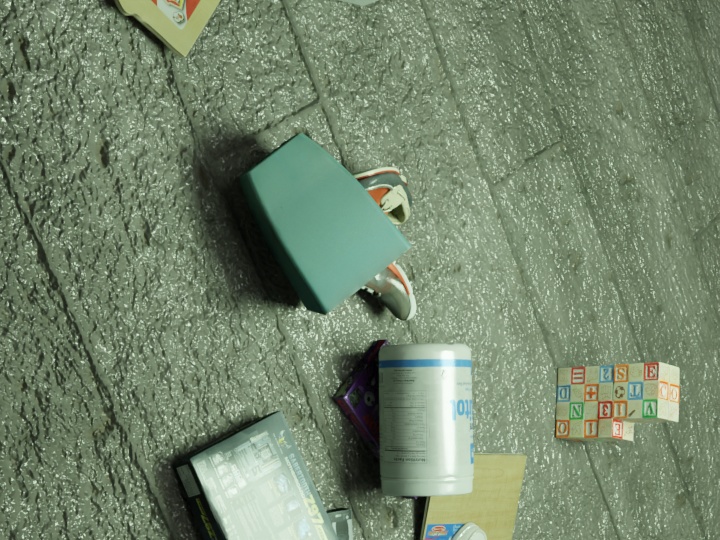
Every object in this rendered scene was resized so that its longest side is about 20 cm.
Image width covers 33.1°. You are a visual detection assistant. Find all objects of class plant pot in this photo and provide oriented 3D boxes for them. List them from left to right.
[{"bbox_3d":[-0.061,-0.068,1.563,0.141,0.141,0.201,-38,99,-10],"label":"plant pot"}]

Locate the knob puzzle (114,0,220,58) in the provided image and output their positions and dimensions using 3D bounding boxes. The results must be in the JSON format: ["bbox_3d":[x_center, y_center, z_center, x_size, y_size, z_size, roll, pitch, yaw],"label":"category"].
[{"bbox_3d":[-0.258,-0.395,1.519,0.218,0.030,0.223,6,81,-42],"label":"knob puzzle"}]

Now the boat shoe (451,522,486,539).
[{"bbox_3d":[0.149,0.464,1.746,0.071,0.069,0.202,39,64,-36],"label":"boat shoe"}]

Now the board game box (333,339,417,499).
[{"bbox_3d":[0.051,0.213,1.729,0.120,0.032,0.201,-49,117,-31],"label":"board game box"}]

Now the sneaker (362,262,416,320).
[{"bbox_3d":[0.000,0.000,1.691,0.082,0.077,0.201,-41,106,-19],"label":"sneaker"}]

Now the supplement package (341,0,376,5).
[{"bbox_3d":[0.025,-0.457,1.675,0.119,0.199,0.123,0,84,-43],"label":"supplement package"}]

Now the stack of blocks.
[{"bbox_3d":[0.410,0.213,1.944,0.058,0.199,0.117,15,73,-40],"label":"stack of blocks"}]

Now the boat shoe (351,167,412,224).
[{"bbox_3d":[0.029,-0.103,1.680,0.200,0.070,0.063,10,72,-75],"label":"boat shoe"}]

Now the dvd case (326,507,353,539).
[{"bbox_3d":[-0.065,0.424,1.592,0.149,0.025,0.203,0,85,-43],"label":"dvd case"}]

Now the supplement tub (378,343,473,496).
[{"bbox_3d":[0.090,0.202,1.659,0.131,0.131,0.203,3,83,-42],"label":"supplement tub"}]

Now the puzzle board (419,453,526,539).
[{"bbox_3d":[0.166,0.346,1.803,0.199,0.017,0.153,8,93,-41],"label":"puzzle board"}]

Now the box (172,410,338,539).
[{"bbox_3d":[-0.126,0.298,1.512,0.157,0.051,0.202,-24,90,-42],"label":"box"}]
